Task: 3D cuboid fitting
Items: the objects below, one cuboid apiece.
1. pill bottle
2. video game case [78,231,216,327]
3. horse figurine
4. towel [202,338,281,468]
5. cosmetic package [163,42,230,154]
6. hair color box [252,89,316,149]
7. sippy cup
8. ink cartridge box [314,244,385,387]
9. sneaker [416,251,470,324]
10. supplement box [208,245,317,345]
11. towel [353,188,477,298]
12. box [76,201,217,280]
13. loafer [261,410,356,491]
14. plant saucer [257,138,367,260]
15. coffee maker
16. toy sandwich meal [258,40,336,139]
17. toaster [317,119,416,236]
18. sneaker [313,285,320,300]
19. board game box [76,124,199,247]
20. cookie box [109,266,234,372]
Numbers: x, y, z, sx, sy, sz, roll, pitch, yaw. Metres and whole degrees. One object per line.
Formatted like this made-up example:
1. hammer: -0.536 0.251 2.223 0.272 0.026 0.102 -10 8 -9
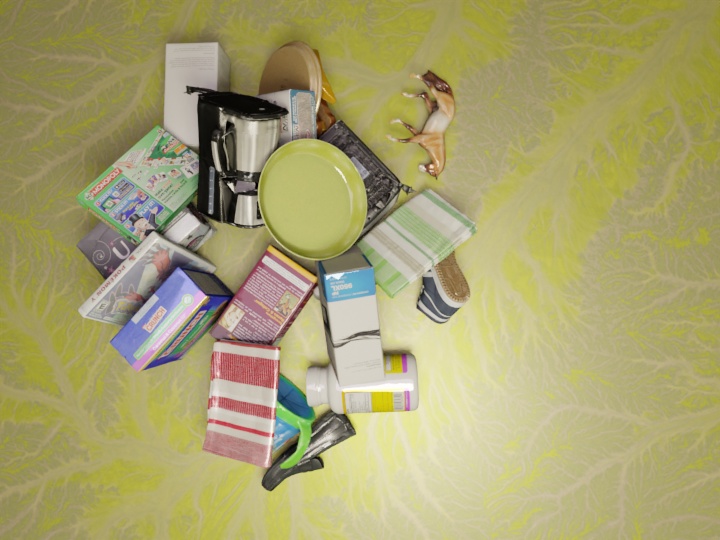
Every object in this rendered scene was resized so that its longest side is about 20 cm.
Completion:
1. pill bottle: 0.004 0.208 1.037 0.200 0.104 0.104 -2 86 3
2. video game case: -0.372 0.031 1.018 0.182 0.200 0.023 -47 69 -1
3. horse figurine: 0.130 -0.292 1.087 0.132 0.050 0.200 23 81 -9
4. towel: -0.204 0.224 0.971 0.144 0.023 0.200 2 86 28
5. cosmetic package: -0.315 -0.327 1.094 0.107 0.085 0.200 1 87 4
6. hair color box: -0.165 -0.266 1.030 0.200 0.060 0.100 9 105 45
7. sippy cup: -0.173 0.272 1.028 0.140 0.178 0.130 39 95 -20
8. ink cartridge box: -0.020 0.074 0.964 0.084 0.145 0.200 -10 108 -9
9. sneaker: 0.139 0.004 1.064 0.070 0.109 0.200 0 53 -18
10. supplement box: -0.175 0.067 1.062 0.110 0.086 0.200 35 88 4
11. towel: 0.092 -0.052 1.024 0.200 0.031 0.149 -39 50 -7
12. box: -0.396 -0.060 1.065 0.200 0.115 0.132 -42 85 0
13. loafer: -0.096 0.344 1.050 0.201 0.068 0.070 -41 77 -4
14. plant saucer: -0.081 -0.116 0.939 0.200 0.031 0.200 3 85 -32
15. coffee maker: -0.216 -0.194 0.974 0.135 0.192 0.200 -9 123 -32
16. toy sandwich meal: -0.117 -0.328 1.073 0.205 0.070 0.205 4 95 45
17. toaster: -0.032 -0.145 1.053 0.181 0.119 0.200 -44 85 0
18. sneaker: 0.000 0.000 1.074 0.200 0.070 0.080 -22 78 -6
19. board game box: -0.369 -0.149 0.992 0.135 0.029 0.200 37 62 -2
20. cookie box: -0.323 0.085 1.010 0.075 0.200 0.171 43 89 4
